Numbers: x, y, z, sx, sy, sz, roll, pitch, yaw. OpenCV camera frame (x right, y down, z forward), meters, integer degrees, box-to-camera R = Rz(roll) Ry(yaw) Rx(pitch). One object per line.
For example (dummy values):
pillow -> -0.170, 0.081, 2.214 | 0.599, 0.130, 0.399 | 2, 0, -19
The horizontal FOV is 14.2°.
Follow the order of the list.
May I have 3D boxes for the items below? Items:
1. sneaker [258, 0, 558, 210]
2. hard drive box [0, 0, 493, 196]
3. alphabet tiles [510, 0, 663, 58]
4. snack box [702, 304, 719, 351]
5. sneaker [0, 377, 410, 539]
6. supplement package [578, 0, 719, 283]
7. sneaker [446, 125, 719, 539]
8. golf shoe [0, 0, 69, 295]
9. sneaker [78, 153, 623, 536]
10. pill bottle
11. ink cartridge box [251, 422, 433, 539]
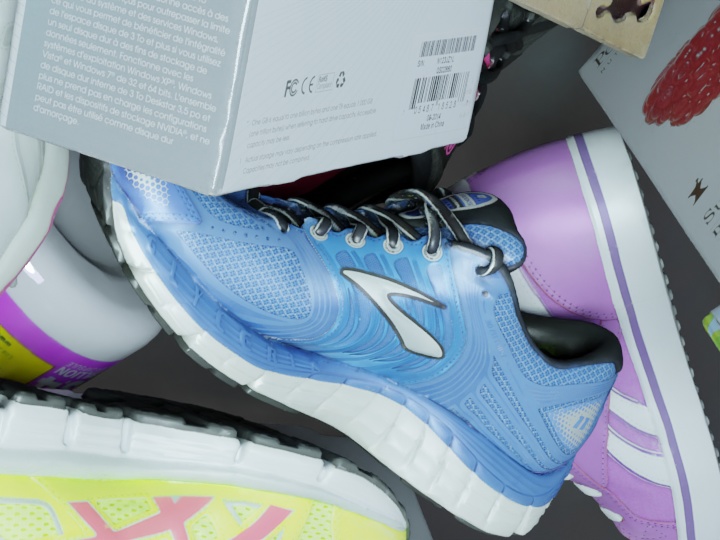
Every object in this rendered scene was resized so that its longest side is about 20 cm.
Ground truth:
sneaker -> 0.025, -0.068, 0.956 | 0.200, 0.084, 0.077 | -40, 131, 10
hard drive box -> -0.015, -0.134, 0.821 | 0.076, 0.156, 0.201 | 18, 106, 25
alphabet tiles -> 0.084, -0.170, 0.844 | 0.167, 0.008, 0.201 | 19, 90, -47
snack box -> 0.215, 0.018, 0.782 | 0.199, 0.053, 0.143 | -35, 111, 6
sneaker -> -0.077, 0.083, 0.872 | 0.199, 0.078, 0.091 | 10, 90, -29
supplement package -> 0.165, -0.041, 0.888 | 0.120, 0.200, 0.121 | 37, 102, -19
sneaker -> 0.060, 0.042, 1.007 | 0.114, 0.073, 0.201 | -20, 128, 3
golf shoe -> -0.119, -0.074, 0.832 | 0.075, 0.201, 0.092 | 4, 152, 23
sneaker -> 0.000, 0.000, 0.894 | 0.199, 0.079, 0.089 | 31, 104, -29
pill bottle -> -0.165, 0.021, 0.939 | 0.199, 0.104, 0.104 | -30, 113, 22
ink cartridge box -> -0.059, 0.168, 1.003 | 0.144, 0.145, 0.201 | 6, 108, -12
